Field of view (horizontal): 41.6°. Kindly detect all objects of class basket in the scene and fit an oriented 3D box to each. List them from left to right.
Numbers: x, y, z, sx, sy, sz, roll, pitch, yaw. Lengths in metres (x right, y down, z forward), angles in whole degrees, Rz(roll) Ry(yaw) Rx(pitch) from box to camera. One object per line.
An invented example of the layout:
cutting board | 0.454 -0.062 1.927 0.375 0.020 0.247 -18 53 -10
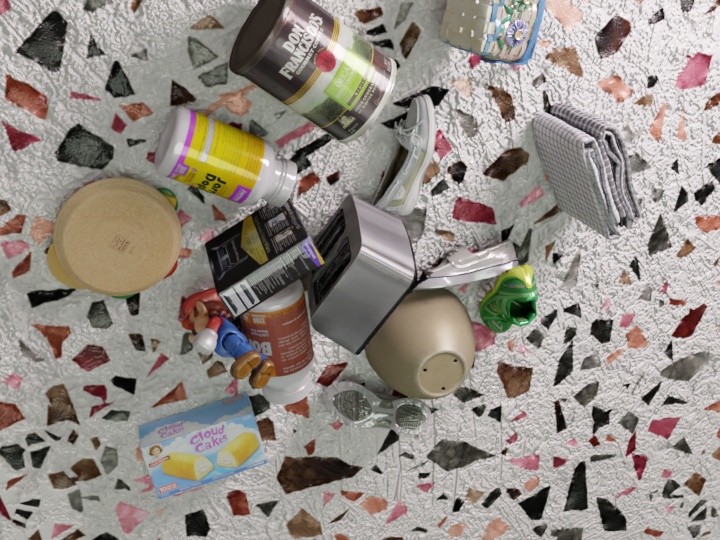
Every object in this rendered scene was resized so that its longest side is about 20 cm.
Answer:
basket | 0.217 -0.391 1.418 0.199 0.138 0.179 -21 128 -47

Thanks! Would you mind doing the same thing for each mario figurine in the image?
mario figurine | -0.224 0.115 1.488 0.105 0.200 0.125 -25 137 -26

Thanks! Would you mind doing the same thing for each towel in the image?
towel | 0.376 -0.167 1.553 0.085 0.166 0.201 -32 121 -7

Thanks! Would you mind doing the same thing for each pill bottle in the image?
pill bottle | -0.198 -0.161 1.410 0.198 0.104 0.105 19 109 -24
pill bottle | -0.135 0.115 1.560 0.111 0.112 0.202 -13 118 -11

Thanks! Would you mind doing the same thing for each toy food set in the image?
toy food set | -0.367 -0.048 1.445 0.196 0.049 0.202 12 111 -22

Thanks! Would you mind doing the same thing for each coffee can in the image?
coffee can | -0.067 -0.297 1.360 0.199 0.147 0.147 30 104 -28

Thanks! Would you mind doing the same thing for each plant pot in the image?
plant pot | 0.120 0.145 1.643 0.197 0.135 0.203 -7 117 -14

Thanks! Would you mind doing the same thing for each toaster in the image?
toaster | 0.000 0.000 1.489 0.118 0.182 0.201 26 118 -24

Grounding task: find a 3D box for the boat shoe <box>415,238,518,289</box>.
boat shoe | 0.175 -0.011 1.624 0.197 0.072 0.067 -12 90 -6

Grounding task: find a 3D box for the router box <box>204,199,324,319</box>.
router box | -0.150 -0.027 1.435 0.156 0.200 0.053 -32 117 1

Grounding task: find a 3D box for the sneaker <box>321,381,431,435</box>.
sneaker | 0.026 0.251 1.699 0.197 0.099 0.079 16 82 1

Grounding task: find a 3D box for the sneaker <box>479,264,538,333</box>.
sneaker | 0.258 0.067 1.643 0.073 0.084 0.201 -11 154 -11

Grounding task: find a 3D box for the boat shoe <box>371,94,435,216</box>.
boat shoe | 0.071 -0.181 1.504 0.064 0.075 0.204 5 122 -18

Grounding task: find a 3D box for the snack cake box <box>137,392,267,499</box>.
snack cake box | -0.272 0.302 1.636 0.197 0.067 0.116 -17 120 -9
